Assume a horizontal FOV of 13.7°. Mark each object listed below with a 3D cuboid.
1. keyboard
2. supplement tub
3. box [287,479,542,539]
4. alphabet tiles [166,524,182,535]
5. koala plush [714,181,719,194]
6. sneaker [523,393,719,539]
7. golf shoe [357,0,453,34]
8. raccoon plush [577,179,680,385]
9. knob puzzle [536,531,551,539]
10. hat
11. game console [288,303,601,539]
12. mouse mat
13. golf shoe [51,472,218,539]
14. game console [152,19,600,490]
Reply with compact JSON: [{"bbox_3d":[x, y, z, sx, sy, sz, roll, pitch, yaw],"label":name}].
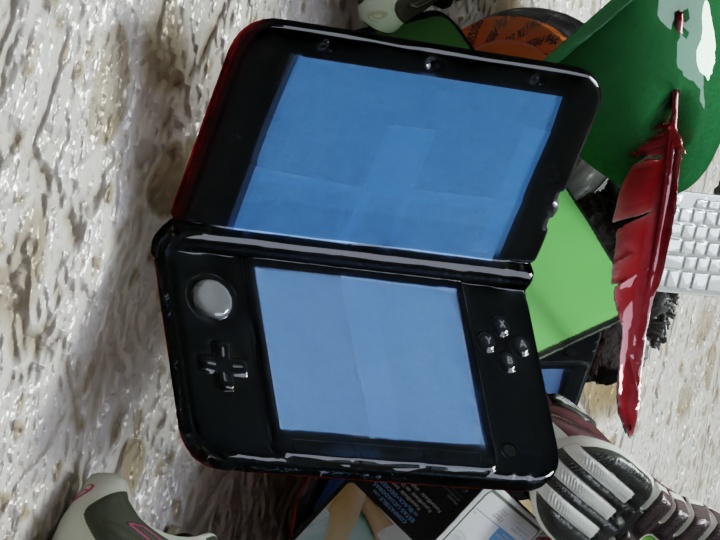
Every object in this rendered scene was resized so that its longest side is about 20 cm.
[{"bbox_3d":[0.241,-0.009,1.647,0.200,0.011,0.056,5,99,-31],"label":"keyboard"},{"bbox_3d":[0.110,-0.084,1.743,0.200,0.122,0.123,18,84,-69],"label":"supplement tub"},{"bbox_3d":[-0.006,0.171,1.510,0.200,0.060,0.117,-46,157,-1],"label":"box"},{"bbox_3d":[-0.116,0.229,1.474,0.200,0.008,0.167,81,29,-42],"label":"alphabet tiles"},{"bbox_3d":[0.263,-0.101,1.733,0.184,0.177,0.200,126,-52,-89],"label":"koala plush"},{"bbox_3d":[0.136,0.122,1.576,0.076,0.116,0.200,-42,130,1],"label":"sneaker"},{"bbox_3d":[0.043,-0.196,1.599,0.200,0.078,0.095,-47,160,-52],"label":"golf shoe"},{"bbox_3d":[0.158,-0.008,1.686,0.200,0.097,0.134,-46,172,10],"label":"raccoon plush"},{"bbox_3d":[0.043,0.180,1.642,0.031,0.219,0.220,63,30,-8],"label":"knob puzzle"},{"bbox_3d":[0.177,-0.058,1.550,0.200,0.176,0.166,-41,175,23],"label":"hat"},{"bbox_3d":[0.038,0.116,1.605,0.200,0.172,0.119,102,-15,-57],"label":"game console"},{"bbox_3d":[0.054,-0.044,1.545,0.008,0.200,0.161,-39,169,36],"label":"mouse mat"},{"bbox_3d":[-0.066,0.170,1.392,0.200,0.077,0.088,40,47,-36],"label":"golf shoe"},{"bbox_3d":[0.019,-0.002,1.381,0.119,0.200,0.173,-44,-132,48],"label":"game console"}]
